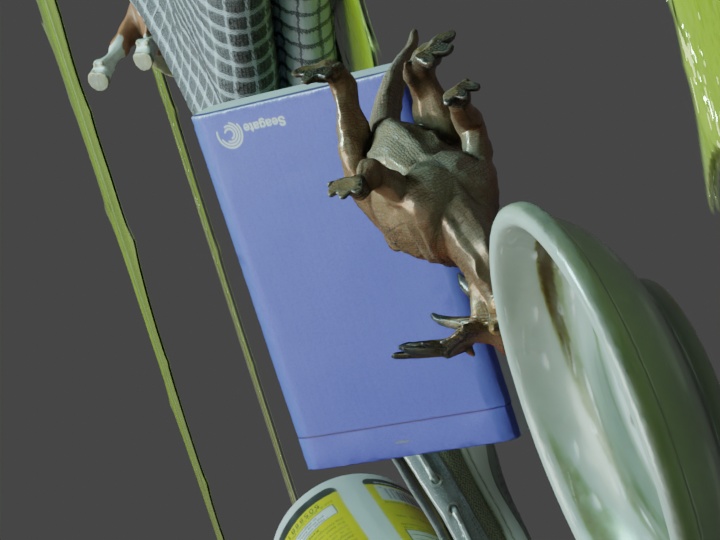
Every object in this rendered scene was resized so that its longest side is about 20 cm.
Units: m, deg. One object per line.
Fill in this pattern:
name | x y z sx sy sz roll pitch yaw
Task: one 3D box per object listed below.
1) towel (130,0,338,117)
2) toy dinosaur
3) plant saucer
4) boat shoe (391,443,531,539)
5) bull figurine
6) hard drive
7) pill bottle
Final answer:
towel | -0.080 -0.172 1.721 0.166 0.085 0.200 82 165 -48
toy dinosaur | 0.032 -0.030 1.418 0.200 0.086 0.136 -114 2 -55
plant saucer | 0.113 0.061 1.226 0.200 0.050 0.200 160 90 -81
boat shoe | 0.053 0.141 1.671 0.074 0.065 0.202 -169 60 -79
bull figurine | -0.124 -0.181 1.899 0.121 0.065 0.200 -48 -42 -51
hard drive | 0.000 0.000 1.551 0.025 0.132 0.200 -34 -70 -55
pill bottle | 0.021 0.213 1.856 0.200 0.111 0.111 -130 22 -64
